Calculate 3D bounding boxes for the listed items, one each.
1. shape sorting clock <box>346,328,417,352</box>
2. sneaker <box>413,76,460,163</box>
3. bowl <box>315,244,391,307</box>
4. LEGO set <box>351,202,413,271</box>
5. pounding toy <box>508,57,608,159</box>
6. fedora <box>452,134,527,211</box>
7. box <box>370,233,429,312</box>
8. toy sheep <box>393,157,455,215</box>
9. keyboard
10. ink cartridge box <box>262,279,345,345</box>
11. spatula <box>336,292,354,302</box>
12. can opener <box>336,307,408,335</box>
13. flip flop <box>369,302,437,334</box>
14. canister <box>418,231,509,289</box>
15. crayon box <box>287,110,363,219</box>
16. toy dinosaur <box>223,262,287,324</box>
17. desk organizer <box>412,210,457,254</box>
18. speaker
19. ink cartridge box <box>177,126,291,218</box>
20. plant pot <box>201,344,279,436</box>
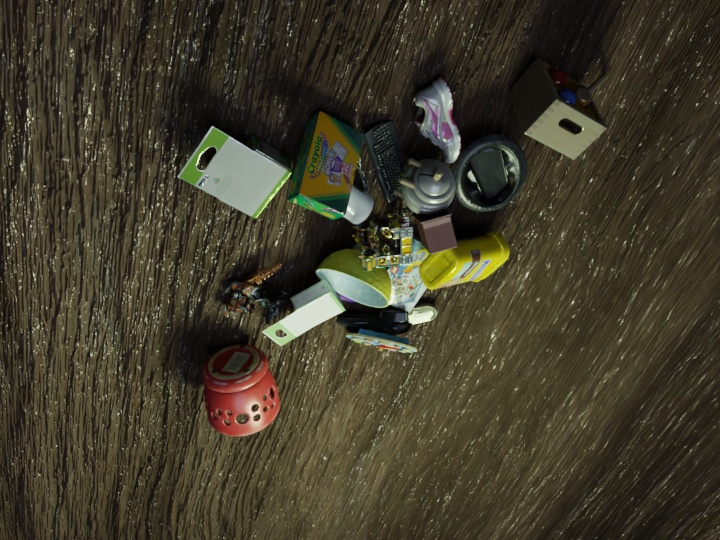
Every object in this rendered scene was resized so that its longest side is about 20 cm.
[{"bbox_3d":[0.057,0.201,1.842,0.199,0.039,0.200,12,166,3],"label":"shape sorting clock"},{"bbox_3d":[0.167,-0.327,1.500,0.088,0.081,0.201,-18,122,2],"label":"sneaker"},{"bbox_3d":[0.000,0.000,1.680,0.200,0.200,0.108,39,68,-35],"label":"bowl"},{"bbox_3d":[0.053,-0.095,1.585,0.153,0.200,0.116,-1,122,3],"label":"LEGO set"},{"bbox_3d":[0.458,-0.372,1.484,0.199,0.185,0.142,19,134,-27],"label":"pounding toy"},{"bbox_3d":[0.294,-0.241,1.587,0.199,0.092,0.201,-6,127,-9],"label":"fedora"},{"bbox_3d":[0.124,0.005,1.765,0.136,0.038,0.200,21,114,-28],"label":"box"},{"bbox_3d":[0.152,-0.192,1.526,0.137,0.200,0.139,0,84,-5],"label":"toy sheep"},{"bbox_3d":[0.045,-0.240,1.553,0.127,0.021,0.201,-30,130,-8],"label":"keyboard"},{"bbox_3d":[-0.150,0.111,1.729,0.199,0.048,0.146,-28,155,3],"label":"ink cartridge box"},{"bbox_3d":[0.028,0.066,1.813,0.199,0.021,0.057,7,127,-21],"label":"spatula"},{"bbox_3d":[0.034,0.136,1.828,0.199,0.063,0.079,1,99,11],"label":"can opener"},{"bbox_3d":[0.120,0.144,1.874,0.199,0.058,0.081,-13,130,1],"label":"flip flop"},{"bbox_3d":[0.260,-0.023,1.695,0.199,0.087,0.149,-11,155,-40],"label":"canister"},{"bbox_3d":[-0.073,-0.225,1.445,0.118,0.201,0.058,21,161,-29],"label":"crayon box"},{"bbox_3d":[-0.265,0.061,1.691,0.135,0.102,0.200,36,135,-17],"label":"toy dinosaur"},{"bbox_3d":[0.176,-0.097,1.594,0.071,0.200,0.077,-15,100,2],"label":"desk organizer"},{"bbox_3d":[-0.063,-0.187,1.545,0.200,0.081,0.081,33,114,-33],"label":"speaker"},{"bbox_3d":[-0.273,-0.226,1.462,0.199,0.076,0.148,28,117,-30],"label":"ink cartridge box"},{"bbox_3d":[-0.329,0.312,1.809,0.199,0.201,0.183,-11,122,-6],"label":"plant pot"}]
